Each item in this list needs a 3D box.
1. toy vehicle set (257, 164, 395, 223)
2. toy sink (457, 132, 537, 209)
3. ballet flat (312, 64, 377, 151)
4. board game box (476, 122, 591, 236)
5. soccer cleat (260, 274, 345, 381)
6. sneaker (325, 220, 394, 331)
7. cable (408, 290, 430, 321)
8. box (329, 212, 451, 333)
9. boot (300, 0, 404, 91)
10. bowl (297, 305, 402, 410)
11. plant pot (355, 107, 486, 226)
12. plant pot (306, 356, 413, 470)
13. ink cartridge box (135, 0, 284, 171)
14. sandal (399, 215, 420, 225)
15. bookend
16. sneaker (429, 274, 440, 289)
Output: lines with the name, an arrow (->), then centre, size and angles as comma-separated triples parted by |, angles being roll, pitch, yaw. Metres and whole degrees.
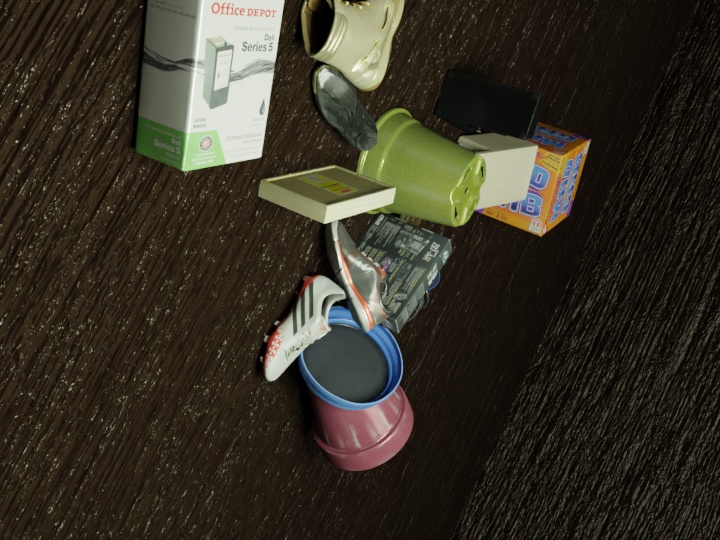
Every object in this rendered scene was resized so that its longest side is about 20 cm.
toy vehicle set -> -0.047, -0.121, 1.212 | 0.199, 0.123, 0.027 | -22, 130, -55
toy sink -> 0.272, -0.222, 1.734 | 0.198, 0.112, 0.132 | -14, 124, -36
ballet flat -> -0.030, -0.255, 1.243 | 0.066, 0.057, 0.200 | -37, 147, 3
board game box -> 0.405, -0.233, 1.903 | 0.199, 0.198, 0.202 | -30, 137, -50
soccer cleat -> -0.098, 0.102, 1.339 | 0.201, 0.084, 0.069 | -61, 154, -13
sneaker -> 0.000, 0.000, 1.363 | 0.081, 0.077, 0.202 | -22, 96, -13
cable -> 0.129, 0.025, 1.751 | 0.163, 0.050, 0.202 | 25, 87, -63
box -> 0.052, -0.002, 1.459 | 0.201, 0.159, 0.044 | -55, 152, -25
boot -> -0.012, -0.379, 1.134 | 0.155, 0.072, 0.203 | 13, 89, -55
bowl -> -0.021, 0.158, 1.417 | 0.200, 0.200, 0.040 | -40, 168, -42
plant pot -> 0.118, -0.169, 1.423 | 0.200, 0.183, 0.202 | -43, 146, -39
plant pot -> -0.015, 0.251, 1.521 | 0.200, 0.198, 0.180 | -50, 135, -31
ink cartridge box -> -0.175, -0.231, 0.921 | 0.145, 0.083, 0.202 | -24, 131, -55
sandal -> 0.110, -0.145, 1.587 | 0.080, 0.054, 0.201 | 1, 124, -56
bookend -> 0.283, -0.316, 1.602 | 0.199, 0.197, 0.093 | 3, 106, -63
sneaker -> 0.108, 0.002, 1.609 | 0.199, 0.082, 0.075 | 20, 88, -47
